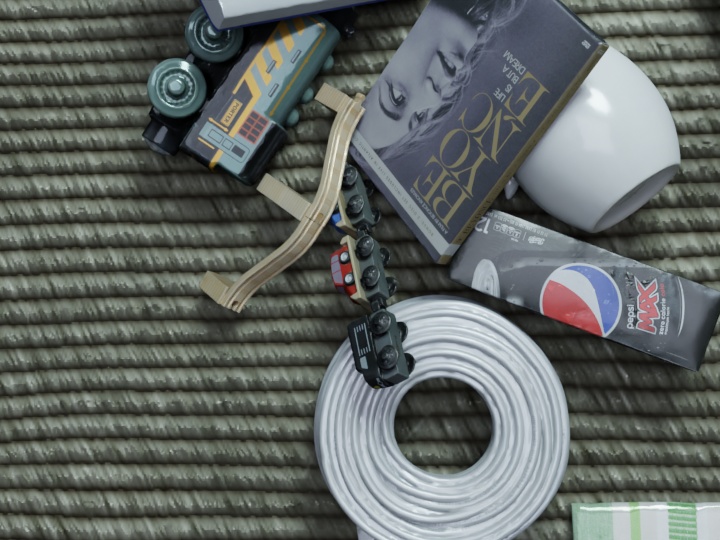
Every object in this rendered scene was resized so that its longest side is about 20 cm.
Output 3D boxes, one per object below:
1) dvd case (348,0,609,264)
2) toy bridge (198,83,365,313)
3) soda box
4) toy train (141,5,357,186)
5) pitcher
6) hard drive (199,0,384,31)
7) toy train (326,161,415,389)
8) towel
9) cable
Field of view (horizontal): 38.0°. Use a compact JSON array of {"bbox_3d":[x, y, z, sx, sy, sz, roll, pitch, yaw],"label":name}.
[{"bbox_3d":[0.074,-0.128,0.775,0.200,0.016,0.149,-55,54,28],"label":"dvd case"},{"bbox_3d":[-0.052,-0.054,0.827,0.067,0.027,0.201,36,95,41],"label":"toy bridge"},{"bbox_3d":[0.168,0.012,0.802,0.199,0.071,0.064,20,91,7],"label":"soda box"},{"bbox_3d":[-0.088,-0.165,0.837,0.114,0.085,0.201,34,87,-7],"label":"toy train"},{"bbox_3d":[0.130,-0.115,0.802,0.171,0.121,0.201,-42,72,21],"label":"pitcher"},{"bbox_3d":[-0.048,-0.258,0.802,0.199,0.025,0.133,-19,76,-33],"label":"hard drive"},{"bbox_3d":[0.000,0.000,0.800,0.046,0.034,0.201,-29,54,25],"label":"toy train"},{"bbox_3d":[0.266,0.254,0.802,0.198,0.023,0.154,-2,85,7],"label":"towel"},{"bbox_3d":[0.061,0.120,0.805,0.199,0.069,0.201,-26,84,3],"label":"cable"}]
